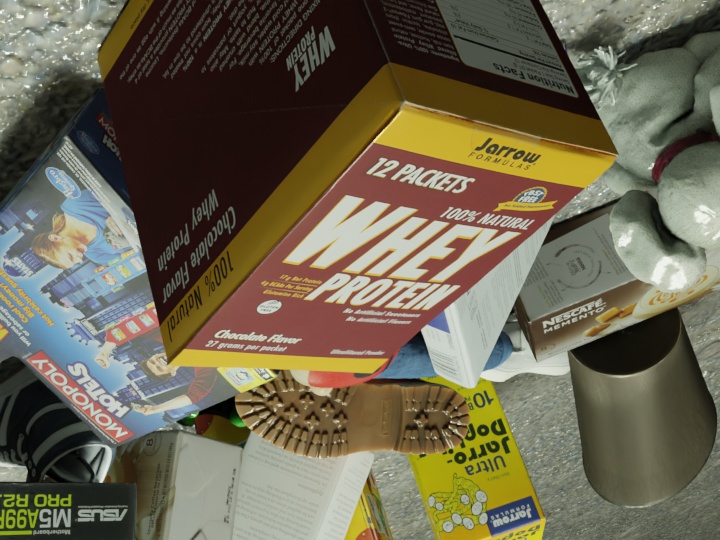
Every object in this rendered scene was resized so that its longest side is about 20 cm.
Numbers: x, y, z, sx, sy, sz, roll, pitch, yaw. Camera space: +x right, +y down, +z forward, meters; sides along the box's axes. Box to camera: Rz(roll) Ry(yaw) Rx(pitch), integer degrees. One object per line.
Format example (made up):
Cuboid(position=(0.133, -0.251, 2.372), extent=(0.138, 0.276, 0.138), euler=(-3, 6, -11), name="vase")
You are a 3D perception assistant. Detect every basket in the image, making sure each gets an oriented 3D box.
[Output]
Cuboid(position=(0.283, 0.119, 1.070), extent=(0.181, 0.135, 0.201), euler=(-54, 140, -23), name="basket")

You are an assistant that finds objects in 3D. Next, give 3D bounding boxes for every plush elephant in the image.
Cuboid(position=(0.242, -0.079, 0.734), extent=(0.199, 0.156, 0.165), euler=(-1, 147, -41), name="plush elephant")

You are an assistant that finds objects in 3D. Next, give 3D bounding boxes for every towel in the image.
Cuboid(position=(0.039, 0.060, 0.900), extent=(0.199, 0.111, 0.049), euler=(4, 107, -50), name="towel")

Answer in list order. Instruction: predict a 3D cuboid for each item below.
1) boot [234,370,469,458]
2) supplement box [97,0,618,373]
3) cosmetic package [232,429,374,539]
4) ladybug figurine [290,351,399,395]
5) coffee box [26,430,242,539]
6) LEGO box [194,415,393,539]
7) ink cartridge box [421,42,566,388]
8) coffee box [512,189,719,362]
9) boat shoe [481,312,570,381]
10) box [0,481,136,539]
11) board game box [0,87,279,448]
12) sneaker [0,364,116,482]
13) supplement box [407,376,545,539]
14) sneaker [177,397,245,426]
Cuboid(position=(-0.017, 0.115, 0.899), extent=(0.198, 0.076, 0.107), euler=(10, -176, -19), name="boot")
Cuboid(position=(-0.017, -0.084, 0.525), extent=(0.132, 0.201, 0.197), euler=(6, 143, -39), name="supplement box")
Cuboid(position=(-0.073, 0.236, 0.930), extent=(0.101, 0.201, 0.071), euler=(16, 164, 23), name="cosmetic package")
Cuboid(position=(0.007, 0.001, 0.736), extent=(0.136, 0.072, 0.201), euler=(-29, 139, -64), name="ladybug figurine")
Cuboid(position=(-0.206, 0.205, 0.914), extent=(0.199, 0.115, 0.080), euler=(-9, 157, 37), name="coffee box")
Cuboid(position=(-0.065, 0.213, 1.023), extent=(0.148, 0.201, 0.077), euler=(-23, 152, 8), name="LEGO box")
Cuboid(position=(0.099, -0.036, 0.771), extent=(0.043, 0.201, 0.197), euler=(19, 160, 20), name="ink cartridge box")
Cuboid(position=(0.237, -0.001, 0.964), extent=(0.199, 0.080, 0.115), euler=(-22, 152, 3), name="coffee box")
Cuboid(position=(0.170, 0.069, 1.065), extent=(0.199, 0.072, 0.069), euler=(9, 126, -39), name="boat shoe")
Cuboid(position=(-0.282, 0.176, 0.740), extent=(0.199, 0.045, 0.160), euler=(9, 161, -36), name="box")
Cuboid(position=(-0.181, 0.017, 0.673), extent=(0.199, 0.062, 0.200), euler=(-24, 119, 26), name="board game box")
Cuboid(position=(-0.278, 0.149, 0.869), extent=(0.199, 0.109, 0.070), euler=(-34, 148, 26), name="sneaker")
Cuboid(position=(0.110, 0.203, 1.118), extent=(0.108, 0.201, 0.110), euler=(-19, 153, -3), name="supplement box")
Cuboid(position=(-0.087, 0.100, 0.931), extent=(0.199, 0.086, 0.078), euler=(-5, 149, -27), name="sneaker")
